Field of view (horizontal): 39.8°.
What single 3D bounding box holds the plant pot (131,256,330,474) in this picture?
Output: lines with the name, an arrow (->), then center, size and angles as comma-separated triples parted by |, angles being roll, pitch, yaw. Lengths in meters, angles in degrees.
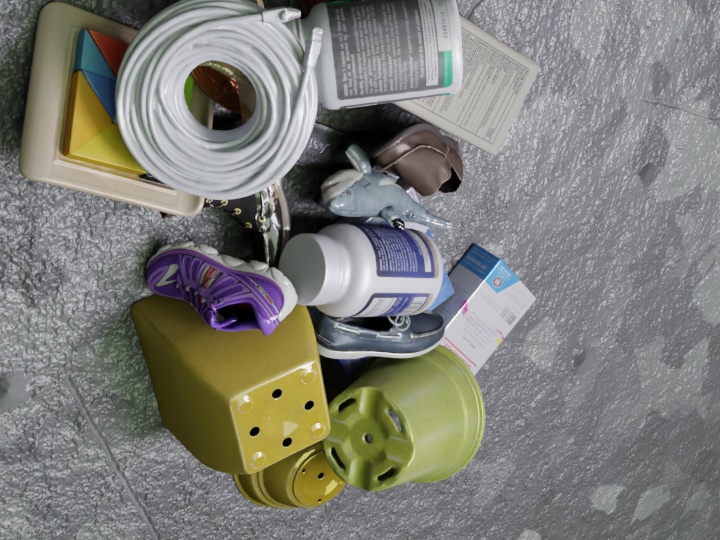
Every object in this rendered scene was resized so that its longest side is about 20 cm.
plant pot -> -0.136, 0.128, 1.206 | 0.193, 0.200, 0.197 | -23, 123, -22

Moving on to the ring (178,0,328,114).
ring -> -0.111, -0.273, 1.106 | 0.199, 0.019, 0.203 | -11, 107, -37

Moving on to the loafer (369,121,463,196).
loafer -> 0.083, -0.132, 1.234 | 0.073, 0.072, 0.199 | -29, 167, 28

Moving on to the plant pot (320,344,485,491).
plant pot -> 0.043, 0.204, 1.316 | 0.184, 0.199, 0.202 | -10, 124, -64

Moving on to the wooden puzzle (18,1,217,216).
wooden puzzle -> -0.244, -0.165, 1.038 | 0.198, 0.037, 0.187 | 12, 78, -36

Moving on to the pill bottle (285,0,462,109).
pill bottle -> 0.005, -0.236, 1.074 | 0.197, 0.113, 0.114 | -7, 120, -2

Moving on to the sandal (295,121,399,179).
sandal -> -0.006, -0.141, 1.253 | 0.199, 0.048, 0.076 | 2, 113, -36

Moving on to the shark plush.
shark plush -> 0.026, -0.072, 1.236 | 0.199, 0.084, 0.091 | 30, 110, -39

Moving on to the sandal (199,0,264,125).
sandal -> -0.137, -0.214, 1.042 | 0.069, 0.077, 0.214 | -23, 121, -27

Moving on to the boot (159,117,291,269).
boot -> -0.161, -0.079, 1.157 | 0.149, 0.073, 0.202 | -10, 108, -29

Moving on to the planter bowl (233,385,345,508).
planter bowl -> -0.072, 0.268, 1.396 | 0.199, 0.083, 0.203 | -15, 120, -27

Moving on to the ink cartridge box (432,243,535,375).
ink cartridge box -> 0.151, 0.077, 1.458 | 0.200, 0.068, 0.115 | -50, 130, -3

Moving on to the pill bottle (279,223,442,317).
pill bottle -> 0.000, 0.000, 1.209 | 0.199, 0.111, 0.112 | 2, 113, -47

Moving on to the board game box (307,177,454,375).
board game box -> 0.016, 0.010, 1.349 | 0.198, 0.043, 0.201 | -37, 129, -14

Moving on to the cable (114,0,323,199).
cable -> -0.142, -0.173, 0.995 | 0.197, 0.069, 0.202 | 5, 113, -6

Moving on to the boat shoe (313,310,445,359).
boat shoe -> 0.030, 0.070, 1.317 | 0.198, 0.075, 0.062 | 0, 126, -24

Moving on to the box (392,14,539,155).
box -> 0.102, -0.247, 1.233 | 0.199, 0.109, 0.129 | 20, 101, -39

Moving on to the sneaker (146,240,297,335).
sneaker -> -0.171, 0.025, 1.137 | 0.084, 0.198, 0.081 | -58, 145, -35
